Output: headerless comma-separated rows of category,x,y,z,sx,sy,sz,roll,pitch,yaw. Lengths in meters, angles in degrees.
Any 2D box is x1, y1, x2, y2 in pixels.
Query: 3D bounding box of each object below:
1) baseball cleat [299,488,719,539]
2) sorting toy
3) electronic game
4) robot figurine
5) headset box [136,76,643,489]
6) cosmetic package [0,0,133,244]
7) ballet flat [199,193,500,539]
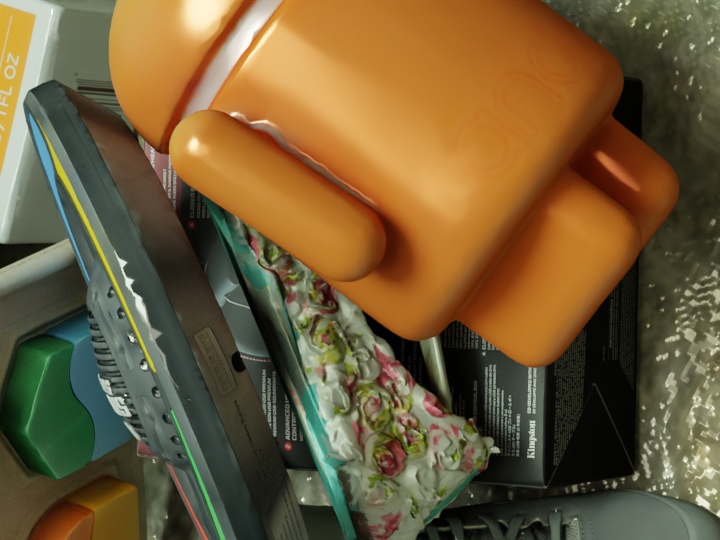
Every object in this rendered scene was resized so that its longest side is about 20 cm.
baseball cleat,0.030,0.114,0.938,0.200,0.106,0.070,-16,62,29
sorting toy,-0.140,0.095,0.971,0.036,0.185,0.200,20,121,32
electronic game,-0.068,0.030,0.873,0.042,0.200,0.200,-24,75,-9
robot figurine,0.004,-0.057,0.841,0.200,0.117,0.144,37,75,3
headset box,0.000,0.000,0.974,0.200,0.075,0.149,1,90,32
cosmetic package,-0.191,-0.086,1.097,0.200,0.071,0.102,19,101,31
ballet flat,-0.014,0.000,0.909,0.064,0.076,0.200,-25,78,-3
